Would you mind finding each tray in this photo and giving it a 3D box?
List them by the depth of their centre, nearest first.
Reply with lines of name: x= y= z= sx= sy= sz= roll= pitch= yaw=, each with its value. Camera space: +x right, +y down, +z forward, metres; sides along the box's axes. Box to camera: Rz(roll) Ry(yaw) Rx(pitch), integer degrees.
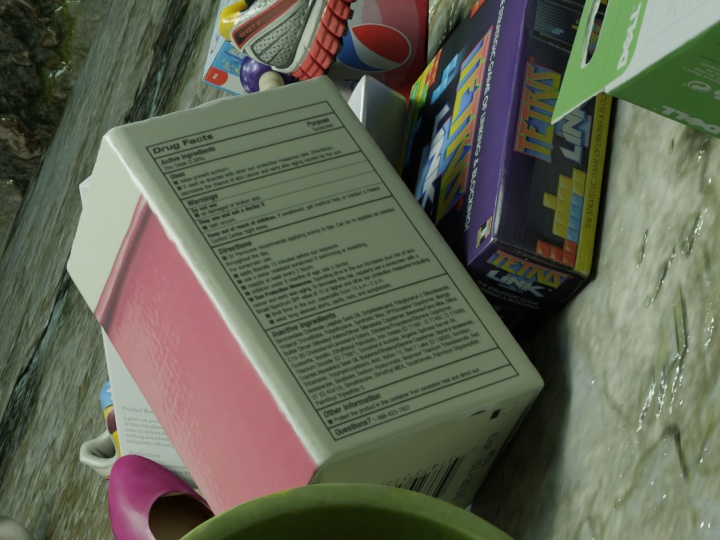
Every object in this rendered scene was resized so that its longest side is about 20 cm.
tray: x=0.000 y=0.000 z=1.137 sx=0.107 sy=0.022 sz=0.200 roll=13 pitch=-100 yaw=-78

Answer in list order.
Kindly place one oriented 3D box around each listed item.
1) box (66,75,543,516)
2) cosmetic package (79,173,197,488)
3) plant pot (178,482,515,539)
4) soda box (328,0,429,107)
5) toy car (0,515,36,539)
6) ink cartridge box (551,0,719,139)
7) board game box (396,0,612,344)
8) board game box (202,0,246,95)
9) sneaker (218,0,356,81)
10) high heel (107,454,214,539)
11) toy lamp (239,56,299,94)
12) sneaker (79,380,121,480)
box: x=-0.031 y=0.025 z=0.993 sx=0.200 sy=0.128 sz=0.109 roll=56 pitch=144 yaw=26
cosmetic package: x=-0.092 y=0.027 z=1.267 sx=0.085 sy=0.108 sz=0.200 roll=-51 pitch=-39 yaw=-61
plant pot: x=-0.016 y=0.206 z=0.823 sx=0.190 sy=0.200 sz=0.200 roll=114 pitch=171 yaw=-65
soda box: x=0.004 y=-0.092 z=1.307 sx=0.200 sy=0.070 sz=0.063 roll=-85 pitch=-2 yaw=-47
toy car: x=-0.408 y=0.303 z=2.131 sx=0.175 sy=0.200 sz=0.150 roll=-51 pitch=27 yaw=-24
ink cartridge box: x=0.152 y=-0.118 z=0.843 sx=0.200 sy=0.059 sz=0.104 roll=147 pitch=141 yaw=-68
board game box: x=0.067 y=-0.050 z=1.081 sx=0.165 sy=0.057 sz=0.200 roll=128 pitch=157 yaw=-54
board game box: x=-0.069 y=-0.289 z=1.913 sx=0.196 sy=0.056 sz=0.200 roll=127 pitch=158 yaw=-50
sneaker: x=-0.029 y=-0.211 z=1.239 sx=0.078 sy=0.082 sz=0.200 roll=-99 pitch=26 yaw=-73
high heel: x=-0.077 y=0.152 z=1.197 sx=0.200 sy=0.067 sz=0.096 roll=46 pitch=131 yaw=32
toy lamp: x=-0.070 y=-0.125 z=1.689 sx=0.200 sy=0.058 sz=0.058 roll=-105 pitch=38 yaw=-65
sneaker: x=-0.147 y=0.095 z=1.606 sx=0.075 sy=0.090 sz=0.200 roll=-90 pitch=24 yaw=-54
